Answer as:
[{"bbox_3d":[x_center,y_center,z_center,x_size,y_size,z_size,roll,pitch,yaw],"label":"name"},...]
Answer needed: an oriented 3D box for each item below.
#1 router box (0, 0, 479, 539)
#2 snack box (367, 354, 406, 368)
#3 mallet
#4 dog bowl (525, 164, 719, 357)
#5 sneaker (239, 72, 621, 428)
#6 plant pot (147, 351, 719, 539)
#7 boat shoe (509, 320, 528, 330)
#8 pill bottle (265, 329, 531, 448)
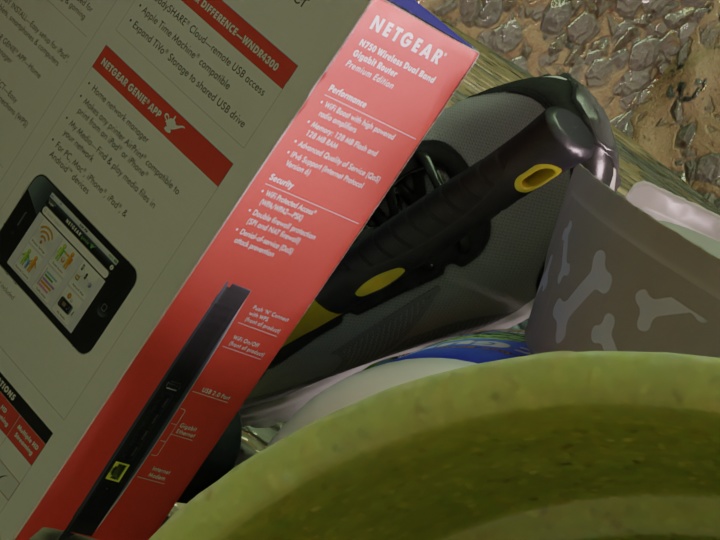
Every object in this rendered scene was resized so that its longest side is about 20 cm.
[{"bbox_3d":[-0.087,-0.043,0.668,0.049,0.180,0.200,22,17,-49],"label":"router box"},{"bbox_3d":[0.042,0.059,0.979,0.142,0.053,0.200,35,9,-9],"label":"snack box"},{"bbox_3d":[-0.009,0.013,0.672,0.066,0.200,0.041,31,40,-46],"label":"mallet"},{"bbox_3d":[0.138,0.038,0.690,0.200,0.059,0.200,28,9,-5],"label":"dog bowl"},{"bbox_3d":[0.000,0.000,0.778,0.079,0.200,0.074,-4,66,-61],"label":"sneaker"},{"bbox_3d":[0.060,0.132,0.383,0.200,0.200,0.184,40,1,26],"label":"plant pot"},{"bbox_3d":[0.069,0.092,0.829,0.062,0.072,0.200,50,18,-53],"label":"boat shoe"},{"bbox_3d":[0.028,0.078,0.679,0.112,0.112,0.200,37,9,9],"label":"pill bottle"}]
